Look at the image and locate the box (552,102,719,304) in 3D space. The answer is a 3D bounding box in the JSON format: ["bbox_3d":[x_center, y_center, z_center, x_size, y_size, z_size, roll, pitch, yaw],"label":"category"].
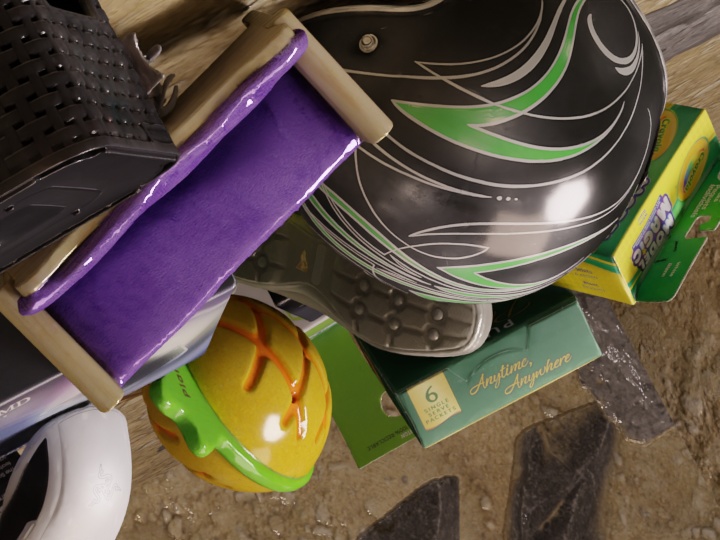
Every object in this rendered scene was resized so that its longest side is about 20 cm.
[{"bbox_3d":[0.119,-0.049,1.581,0.199,0.048,0.118,14,-121,36],"label":"box"}]

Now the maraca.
[{"bbox_3d":[-0.085,0.071,1.661,0.107,0.138,0.200,-36,157,14],"label":"maraca"}]

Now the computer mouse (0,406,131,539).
[{"bbox_3d":[-0.172,0.162,1.484,0.109,0.044,0.201,-5,129,-42],"label":"computer mouse"}]

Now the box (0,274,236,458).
[{"bbox_3d":[-0.185,0.022,1.465,0.199,0.124,0.198,-27,172,-12],"label":"box"}]

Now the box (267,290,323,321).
[{"bbox_3d":[-0.005,-0.049,1.766,0.147,0.105,0.200,-29,174,2],"label":"box"}]

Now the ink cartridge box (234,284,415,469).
[{"bbox_3d":[-0.006,0.025,1.921,0.147,0.201,0.076,-31,173,24],"label":"ink cartridge box"}]

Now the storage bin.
[{"bbox_3d":[-0.188,-0.037,1.092,0.199,0.094,0.135,-29,174,12],"label":"storage bin"}]

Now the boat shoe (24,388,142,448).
[{"bbox_3d":[-0.197,0.057,1.676,0.199,0.072,0.072,-20,-157,-38],"label":"boat shoe"}]

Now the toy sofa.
[{"bbox_3d":[-0.082,-0.030,1.323,0.200,0.083,0.098,-45,-164,-6],"label":"toy sofa"}]

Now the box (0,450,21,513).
[{"bbox_3d":[-0.270,0.125,1.559,0.143,0.200,0.036,-30,146,-19],"label":"box"}]

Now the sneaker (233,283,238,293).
[{"bbox_3d":[-0.182,0.034,1.812,0.199,0.075,0.106,-18,176,-40],"label":"sneaker"}]

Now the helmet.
[{"bbox_3d":[0.051,-0.078,1.467,0.191,0.200,0.200,-44,-178,-28],"label":"helmet"}]

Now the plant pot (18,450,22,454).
[{"bbox_3d":[-0.302,0.171,1.980,0.200,0.201,0.183,-29,162,5],"label":"plant pot"}]

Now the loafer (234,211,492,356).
[{"bbox_3d":[0.000,0.000,1.589,0.070,0.199,0.070,-2,111,-53],"label":"loafer"}]

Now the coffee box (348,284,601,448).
[{"bbox_3d":[0.059,0.032,1.640,0.123,0.044,0.200,-28,-160,-4],"label":"coffee box"}]

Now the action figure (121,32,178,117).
[{"bbox_3d":[-0.160,-0.048,1.258,0.200,0.070,0.130,-29,166,-35],"label":"action figure"}]
